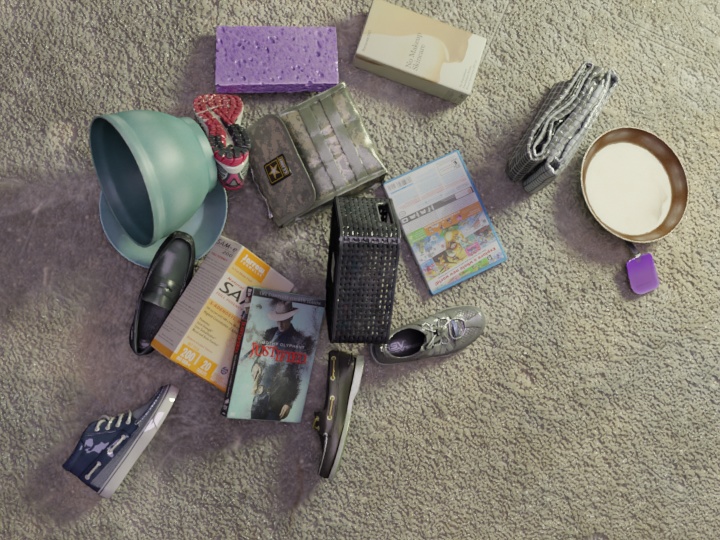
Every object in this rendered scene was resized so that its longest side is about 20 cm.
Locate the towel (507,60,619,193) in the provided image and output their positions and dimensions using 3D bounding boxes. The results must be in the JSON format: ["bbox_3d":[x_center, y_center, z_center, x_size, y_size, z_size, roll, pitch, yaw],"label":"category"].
[{"bbox_3d":[0.319,-0.233,1.578,0.085,0.166,0.201,33,82,3],"label":"towel"}]

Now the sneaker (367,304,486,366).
[{"bbox_3d":[0.113,0.110,1.563,0.198,0.082,0.075,-20,88,-8],"label":"sneaker"}]

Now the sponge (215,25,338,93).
[{"bbox_3d":[-0.135,-0.342,1.583,0.198,0.030,0.113,-2,69,-6],"label":"sponge"}]

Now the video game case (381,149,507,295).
[{"bbox_3d":[0.139,-0.080,1.615,0.142,0.018,0.202,-24,88,-9],"label":"video game case"}]

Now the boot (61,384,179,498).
[{"bbox_3d":[-0.366,0.243,1.497,0.090,0.073,0.201,35,83,-9],"label":"boot"}]

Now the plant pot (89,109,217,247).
[{"bbox_3d":[-0.297,-0.152,1.453,0.133,0.200,0.202,-26,89,-28],"label":"plant pot"}]

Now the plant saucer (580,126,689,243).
[{"bbox_3d":[0.453,-0.141,1.639,0.198,0.034,0.203,3,78,-12],"label":"plant saucer"}]

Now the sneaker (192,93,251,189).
[{"bbox_3d":[-0.217,-0.208,1.519,0.080,0.075,0.201,-4,44,-12],"label":"sneaker"}]

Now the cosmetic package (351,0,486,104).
[{"bbox_3d":[0.095,-0.358,1.606,0.198,0.071,0.106,17,84,-5],"label":"cosmetic package"}]

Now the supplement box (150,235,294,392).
[{"bbox_3d":[-0.210,0.067,1.504,0.126,0.073,0.201,38,80,-40],"label":"supplement box"}]

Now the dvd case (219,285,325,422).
[{"bbox_3d":[-0.133,0.132,1.513,0.145,0.022,0.202,12,89,-40],"label":"dvd case"}]

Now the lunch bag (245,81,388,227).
[{"bbox_3d":[-0.080,-0.178,1.549,0.199,0.118,0.165,-25,87,-2],"label":"lunch bag"}]

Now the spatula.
[{"bbox_3d":[0.447,-0.058,1.648,0.056,0.021,0.202,-20,84,-18],"label":"spatula"}]

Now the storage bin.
[{"bbox_3d":[0.000,0.000,1.495,0.093,0.136,0.202,1,120,-7],"label":"storage bin"}]

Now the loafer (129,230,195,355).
[{"bbox_3d":[-0.302,0.038,1.499,0.068,0.070,0.202,21,101,-12],"label":"loafer"}]

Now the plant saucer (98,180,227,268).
[{"bbox_3d":[-0.310,-0.100,1.551,0.199,0.039,0.203,1,85,-6],"label":"plant saucer"}]

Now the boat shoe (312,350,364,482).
[{"bbox_3d":[-0.043,0.227,1.543,0.060,0.072,0.203,14,77,-2],"label":"boat shoe"}]
